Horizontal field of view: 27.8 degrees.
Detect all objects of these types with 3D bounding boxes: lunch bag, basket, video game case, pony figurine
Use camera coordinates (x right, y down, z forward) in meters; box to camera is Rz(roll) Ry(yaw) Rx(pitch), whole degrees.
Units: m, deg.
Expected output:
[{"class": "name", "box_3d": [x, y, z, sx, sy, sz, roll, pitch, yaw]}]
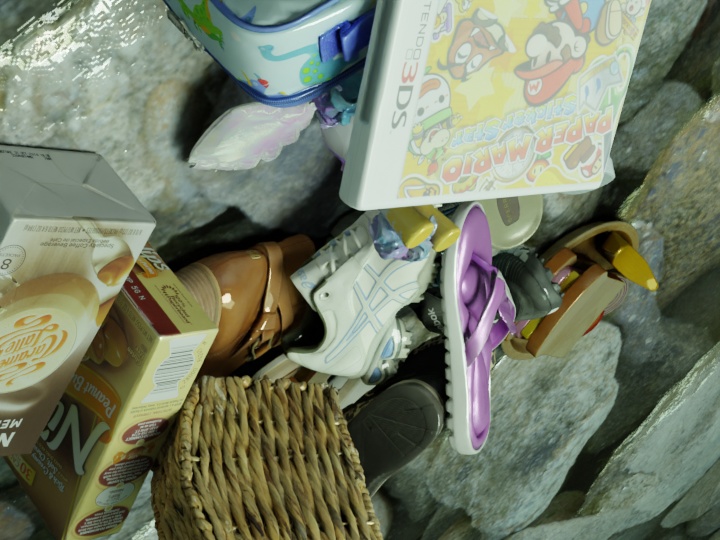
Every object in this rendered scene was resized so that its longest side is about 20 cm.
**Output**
[{"class": "lunch bag", "box_3d": [-0.015, -0.191, 0.828, 0.200, 0.161, 0.082, -35, 149, -15]}, {"class": "basket", "box_3d": [-0.080, 0.193, 1.018, 0.143, 0.200, 0.149, 4, 136, -27]}, {"class": "video game case", "box_3d": [0.086, -0.127, 0.819, 0.200, 0.023, 0.182, -8, 119, -39]}, {"class": "pony figurine", "box_3d": [-0.004, -0.102, 0.958, 0.166, 0.200, 0.193, -28, 162, -33]}]

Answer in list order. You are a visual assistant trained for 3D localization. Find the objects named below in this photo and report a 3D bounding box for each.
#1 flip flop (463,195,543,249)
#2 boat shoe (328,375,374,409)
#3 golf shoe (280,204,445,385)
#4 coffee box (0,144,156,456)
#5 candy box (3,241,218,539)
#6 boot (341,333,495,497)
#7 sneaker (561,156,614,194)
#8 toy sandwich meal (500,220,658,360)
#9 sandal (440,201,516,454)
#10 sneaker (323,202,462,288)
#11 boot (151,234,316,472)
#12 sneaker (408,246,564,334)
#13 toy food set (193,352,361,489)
[{"class": "flip flop", "box_3d": [0.100, -0.077, 1.070, 0.081, 0.058, 0.200, -24, 138, -3]}, {"class": "boat shoe", "box_3d": [0.004, 0.150, 1.380, 0.069, 0.072, 0.200, -46, 151, -41]}, {"class": "golf shoe", "box_3d": [0.000, 0.000, 1.079, 0.097, 0.078, 0.200, 5, 120, -20]}, {"class": "coffee box", "box_3d": [-0.231, 0.024, 0.924, 0.114, 0.080, 0.200, 0, 129, -49]}, {"class": "candy box", "box_3d": [-0.184, 0.081, 1.016, 0.055, 0.115, 0.200, -4, 133, -45]}, {"class": "boot", "box_3d": [0.019, 0.127, 1.193, 0.200, 0.073, 0.151, -42, 177, 34]}, {"class": "sneaker", "box_3d": [0.154, -0.112, 1.215, 0.073, 0.071, 0.200, -24, 165, 20]}, {"class": "toy sandwich meal", "box_3d": [0.224, 0.032, 1.477, 0.205, 0.070, 0.205, -30, 147, -21]}, {"class": "sandal", "box_3d": [0.095, 0.043, 1.085, 0.082, 0.050, 0.203, -48, 140, -58]}, {"class": "sneaker", "box_3d": [0.070, -0.026, 1.209, 0.200, 0.086, 0.078, -28, 147, -24]}, {"class": "boot", "box_3d": [-0.111, 0.062, 1.138, 0.155, 0.077, 0.200, -24, 138, -36]}, {"class": "sneaker", "box_3d": [0.099, 0.025, 1.228, 0.090, 0.200, 0.067, -36, 105, -15]}, {"class": "toy food set", "box_3d": [-0.060, 0.122, 1.208, 0.200, 0.060, 0.144, -32, 163, -53]}]
